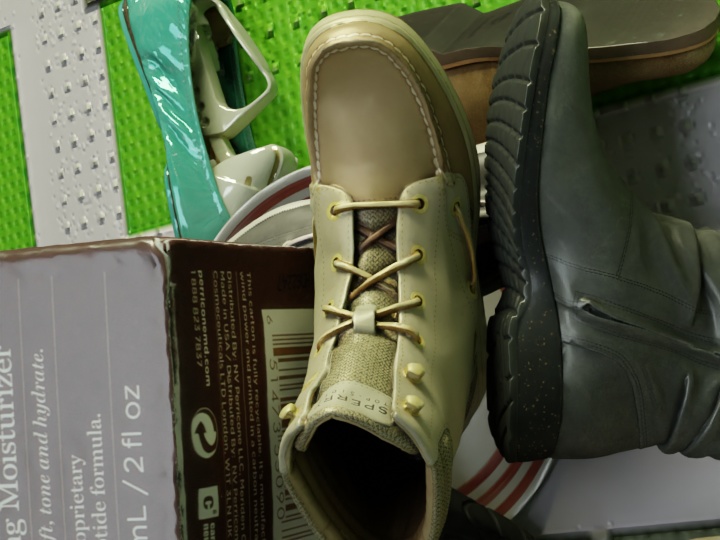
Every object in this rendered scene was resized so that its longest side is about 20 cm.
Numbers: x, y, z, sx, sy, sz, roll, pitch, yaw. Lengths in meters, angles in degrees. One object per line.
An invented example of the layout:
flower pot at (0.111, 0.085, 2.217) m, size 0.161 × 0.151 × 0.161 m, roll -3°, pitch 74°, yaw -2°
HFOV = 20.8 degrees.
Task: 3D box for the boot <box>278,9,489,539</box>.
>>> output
boot at (0.005, 0.011, 0.789) m, size 0.072 × 0.156 × 0.202 m, roll -3°, pitch 116°, yaw 14°

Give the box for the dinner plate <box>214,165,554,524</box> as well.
dinner plate at (0.007, 0.045, 0.953) m, size 0.198 × 0.024 × 0.203 m, roll 2°, pitch 98°, yaw 19°

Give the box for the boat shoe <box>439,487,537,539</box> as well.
boat shoe at (0.031, 0.145, 0.913) m, size 0.200 × 0.076 × 0.074 m, roll 39°, pitch 114°, yaw 14°

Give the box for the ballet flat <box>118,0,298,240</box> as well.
ballet flat at (-0.072, -0.069, 1.033) m, size 0.070 × 0.067 × 0.202 m, roll -22°, pitch 79°, yaw 26°

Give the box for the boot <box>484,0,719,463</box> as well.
boot at (0.120, -0.014, 0.825) m, size 0.068 × 0.129 × 0.202 m, roll -134°, pitch 43°, yaw -78°

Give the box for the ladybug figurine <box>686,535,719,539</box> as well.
ladybug figurine at (0.154, 0.179, 0.794) m, size 0.198 × 0.072 × 0.137 m, roll -13°, pitch 96°, yaw 23°

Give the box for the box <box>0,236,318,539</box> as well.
box at (-0.127, 0.076, 0.840) m, size 0.198 × 0.164 × 0.168 m, roll -5°, pitch 88°, yaw 22°

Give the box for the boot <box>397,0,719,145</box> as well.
boot at (0.083, -0.085, 0.900) m, size 0.199 × 0.074 × 0.076 m, roll -4°, pitch 116°, yaw 41°

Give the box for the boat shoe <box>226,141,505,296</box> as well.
boat shoe at (0.000, 0.000, 0.898) m, size 0.199 × 0.067 × 0.057 m, roll -23°, pitch 31°, yaw 18°
